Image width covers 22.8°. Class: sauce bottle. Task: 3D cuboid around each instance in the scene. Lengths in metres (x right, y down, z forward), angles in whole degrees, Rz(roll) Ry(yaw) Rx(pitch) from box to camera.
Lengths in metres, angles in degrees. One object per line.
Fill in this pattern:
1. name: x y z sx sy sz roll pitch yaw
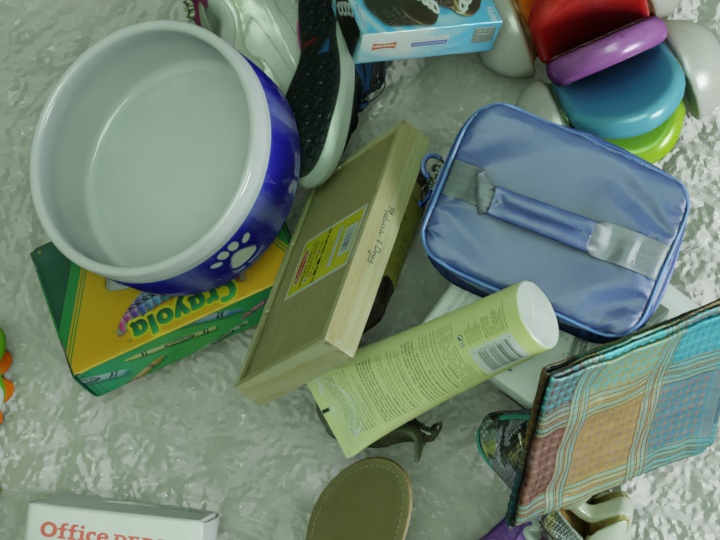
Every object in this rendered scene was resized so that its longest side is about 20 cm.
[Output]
1. sauce bottle: 0.000 0.000 1.386 0.064 0.065 0.201 16 59 5

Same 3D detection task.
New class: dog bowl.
1. dog bowl: -0.148 -0.084 1.358 0.199 0.079 0.201 -7 74 24

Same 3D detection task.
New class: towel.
1. towel: 0.195 0.101 1.284 0.199 0.147 0.022 -18 42 -33

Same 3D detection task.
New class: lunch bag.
1. lunch bag: 0.135 -0.037 1.302 0.199 0.132 0.136 22 86 5

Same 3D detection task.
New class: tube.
1. tube: 0.047 0.066 1.275 0.200 0.052 0.058 -28 53 31

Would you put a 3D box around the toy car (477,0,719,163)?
1. toy car: 0.185 -0.176 1.382 0.174 0.150 0.201 -23 85 2

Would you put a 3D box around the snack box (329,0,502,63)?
1. snack box: 0.023 -0.251 1.397 0.116 0.037 0.201 -8 57 -19

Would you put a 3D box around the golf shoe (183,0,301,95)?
1. golf shoe: -0.092 -0.213 1.454 0.091 0.075 0.201 -16 84 -18

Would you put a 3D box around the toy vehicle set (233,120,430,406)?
1. toy vehicle set: -0.020 -0.006 1.310 0.026 0.124 0.201 33 56 -21

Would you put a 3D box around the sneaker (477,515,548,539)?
1. sneaker: 0.075 0.253 1.401 0.088 0.080 0.201 32 86 22

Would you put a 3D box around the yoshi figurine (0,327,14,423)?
1. yoshi figurine: -0.348 0.130 1.423 0.112 0.112 0.201 14 84 11

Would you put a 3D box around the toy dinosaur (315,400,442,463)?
1. toy dinosaur: 0.003 0.108 1.387 0.102 0.200 0.077 6 121 -15

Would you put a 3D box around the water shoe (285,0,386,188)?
1. water shoe: -0.009 -0.150 1.404 0.071 0.079 0.201 -15 59 43

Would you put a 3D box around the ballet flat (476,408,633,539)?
1. ballet flat: 0.167 0.178 1.358 0.072 0.072 0.200 -40 115 0

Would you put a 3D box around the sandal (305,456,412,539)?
1. sandal: -0.003 0.230 1.414 0.077 0.070 0.213 27 110 20

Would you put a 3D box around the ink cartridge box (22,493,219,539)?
1. ink cartridge box: -0.197 0.285 1.409 0.145 0.084 0.201 5 87 5

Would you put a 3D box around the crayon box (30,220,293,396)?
1. crayon box: -0.149 0.003 1.423 0.199 0.058 0.119 -25 66 2

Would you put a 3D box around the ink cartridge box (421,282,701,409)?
1. ink cartridge box: 0.168 0.049 1.401 0.200 0.084 0.145 36 88 5
